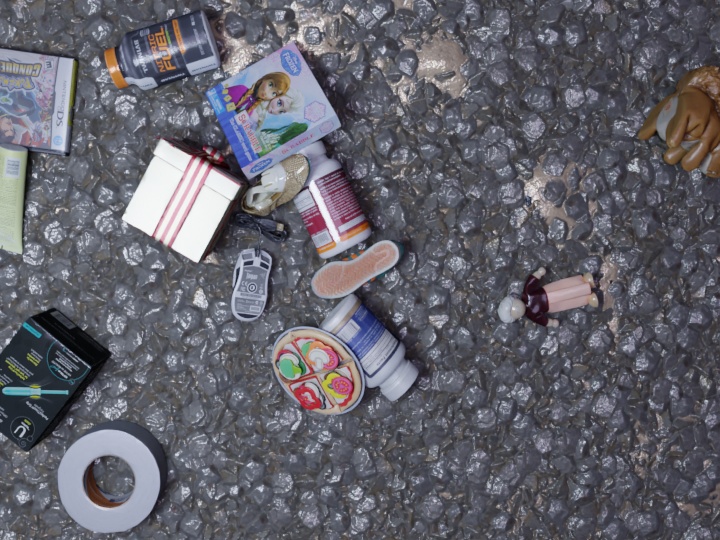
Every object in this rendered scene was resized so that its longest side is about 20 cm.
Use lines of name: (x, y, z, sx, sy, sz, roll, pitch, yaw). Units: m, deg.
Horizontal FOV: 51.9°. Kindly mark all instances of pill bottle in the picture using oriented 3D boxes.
pill bottle: (0.017, 0.152, 1.425, 0.111, 0.111, 0.200, -45, 95, 1)
pill bottle: (-0.366, -0.399, 1.363, 0.196, 0.106, 0.108, -18, 95, -1)
pill bottle: (-0.067, -0.135, 1.397, 0.111, 0.113, 0.203, -25, 96, -1)

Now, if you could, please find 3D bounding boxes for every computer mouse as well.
computer mouse: (-0.211, -0.005, 1.429, 0.108, 0.044, 0.204, 10, 96, -26)

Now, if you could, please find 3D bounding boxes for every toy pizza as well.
toy pizza: (-0.085, 0.198, 1.410, 0.196, 0.032, 0.204, 12, 123, 19)

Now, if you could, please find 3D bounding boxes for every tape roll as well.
tape roll: (-0.481, 0.400, 1.439, 0.195, 0.066, 0.205, 0, 94, -3)

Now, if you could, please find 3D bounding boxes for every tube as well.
tube: (-0.665, -0.135, 1.393, 0.057, 0.051, 0.204, 27, 111, 36)

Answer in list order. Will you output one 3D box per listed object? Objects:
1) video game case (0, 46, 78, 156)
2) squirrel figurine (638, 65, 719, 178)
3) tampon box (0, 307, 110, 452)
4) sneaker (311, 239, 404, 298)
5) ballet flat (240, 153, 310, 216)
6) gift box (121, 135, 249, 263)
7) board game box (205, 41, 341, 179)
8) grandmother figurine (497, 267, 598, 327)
video game case: (-0.642, -0.321, 1.394, 0.195, 0.026, 0.185, 7, 94, -4)
squirrel figurine: (0.672, -0.281, 1.420, 0.184, 0.142, 0.203, 27, 95, -11)
tampon box: (-0.600, 0.201, 1.386, 0.149, 0.126, 0.201, 39, 92, -5)
sneaker: (0.000, 0.000, 1.437, 0.197, 0.080, 0.073, -24, 84, 20)
ballet flat: (-0.162, -0.151, 1.354, 0.064, 0.199, 0.072, -7, 71, -37)
gift box: (-0.321, -0.146, 1.347, 0.198, 0.185, 0.189, 31, 94, -11)
board game box: (-0.164, -0.299, 1.367, 0.197, 0.041, 0.202, -30, 64, -1)
grandmother figurine: (0.365, 0.056, 1.466, 0.196, 0.061, 0.124, -16, 87, -5)
